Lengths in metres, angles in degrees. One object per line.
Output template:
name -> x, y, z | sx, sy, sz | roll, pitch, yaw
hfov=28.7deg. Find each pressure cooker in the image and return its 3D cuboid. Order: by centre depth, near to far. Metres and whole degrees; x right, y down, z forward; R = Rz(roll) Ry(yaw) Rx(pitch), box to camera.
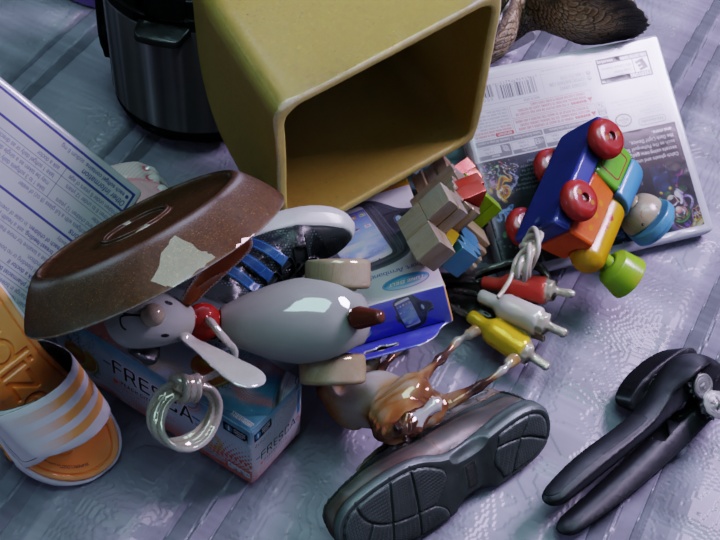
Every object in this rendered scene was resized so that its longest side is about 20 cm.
pressure cooker -> -0.143, -0.239, 1.260 | 0.178, 0.201, 0.176 | -21, 51, -20

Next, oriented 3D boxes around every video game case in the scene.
video game case -> 0.190, -0.099, 1.222 | 0.199, 0.023, 0.183 | -13, 82, -14

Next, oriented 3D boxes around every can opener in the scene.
can opener -> 0.212, 0.131, 1.069 | 0.200, 0.079, 0.063 | -42, 102, -28

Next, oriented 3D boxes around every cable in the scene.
cable -> 0.078, 0.012, 1.152 | 0.199, 0.050, 0.097 | 19, 66, 10

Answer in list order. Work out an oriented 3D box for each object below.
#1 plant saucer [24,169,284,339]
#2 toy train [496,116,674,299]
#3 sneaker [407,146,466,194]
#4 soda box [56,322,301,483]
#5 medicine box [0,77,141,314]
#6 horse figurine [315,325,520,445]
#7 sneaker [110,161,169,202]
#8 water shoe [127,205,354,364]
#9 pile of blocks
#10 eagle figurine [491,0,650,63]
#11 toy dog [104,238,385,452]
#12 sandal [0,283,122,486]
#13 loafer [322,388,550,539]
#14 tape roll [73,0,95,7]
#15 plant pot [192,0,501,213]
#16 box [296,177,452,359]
plant saucer -> -0.148, -0.018, 0.965 | 0.200, 0.035, 0.200 | -26, 15, 8
toy train -> 0.180, -0.018, 1.134 | 0.116, 0.085, 0.200 | 39, 55, -17
sneaker -> 0.070, -0.100, 1.257 | 0.199, 0.074, 0.082 | 17, 91, -2
soda box -> -0.141, 0.075, 1.076 | 0.199, 0.069, 0.064 | 29, 52, 21
medicine box -> -0.299, -0.034, 1.041 | 0.103, 0.182, 0.200 | 9, 63, 56
horse figurine -> 0.023, 0.084, 1.060 | 0.132, 0.050, 0.200 | -36, 25, -27
sneaker -> -0.156, -0.041, 1.166 | 0.199, 0.076, 0.105 | 4, 51, 12
water shoe -> -0.089, 0.015, 1.058 | 0.199, 0.072, 0.079 | -18, 66, -15
pile of blocks -> 0.083, -0.045, 1.115 | 0.082, 0.062, 0.200 | 46, 17, -7
eagle figurine -> 0.149, -0.236, 1.270 | 0.151, 0.152, 0.200 | 28, 25, -34
toy dog -> -0.063, 0.037, 0.970 | 0.199, 0.096, 0.132 | -22, 94, -27
sandal -> -0.239, 0.078, 0.995 | 0.079, 0.207, 0.059 | -44, 26, -20
loafer -> 0.049, 0.145, 1.042 | 0.199, 0.072, 0.063 | -23, 34, -29
tape roll -> -0.239, -0.361, 1.438 | 0.199, 0.085, 0.201 | 2, 48, -2
plant pot -> -0.034, -0.181, 1.094 | 0.194, 0.196, 0.200 | -30, 67, -16
box -> 0.000, 0.000, 1.119 | 0.118, 0.042, 0.200 | -16, 31, 0
